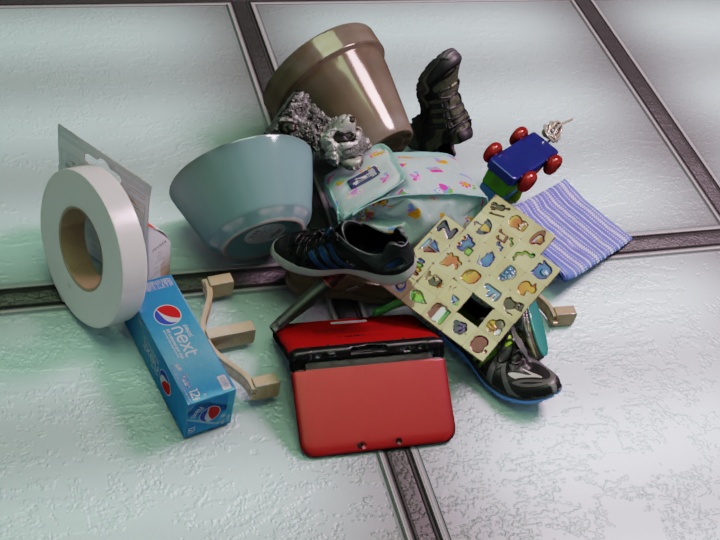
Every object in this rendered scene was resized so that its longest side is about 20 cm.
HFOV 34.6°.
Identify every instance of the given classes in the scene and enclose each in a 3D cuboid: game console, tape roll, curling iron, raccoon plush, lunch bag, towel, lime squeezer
[{"bbox_3d":[0.001,0.139,1.463,0.200,0.119,0.172,-3,16,-17],"label":"game console"},{"bbox_3d":[-0.329,-0.029,1.419,0.037,0.203,0.203,-17,52,-39],"label":"tape roll"},{"bbox_3d":[-0.034,0.019,1.491,0.200,0.026,0.050,-32,52,-18],"label":"curling iron"},{"bbox_3d":[-0.073,-0.171,1.653,0.134,0.200,0.097,34,60,-13],"label":"raccoon plush"},{"bbox_3d":[0.055,-0.096,1.609,0.200,0.122,0.170,3,25,-14],"label":"lunch bag"},{"bbox_3d":[0.299,-0.063,1.697,0.145,0.024,0.200,43,42,19],"label":"towel"},{"bbox_3d":[0.116,0.024,1.564,0.200,0.071,0.038,-15,50,-26],"label":"lime squeezer"}]

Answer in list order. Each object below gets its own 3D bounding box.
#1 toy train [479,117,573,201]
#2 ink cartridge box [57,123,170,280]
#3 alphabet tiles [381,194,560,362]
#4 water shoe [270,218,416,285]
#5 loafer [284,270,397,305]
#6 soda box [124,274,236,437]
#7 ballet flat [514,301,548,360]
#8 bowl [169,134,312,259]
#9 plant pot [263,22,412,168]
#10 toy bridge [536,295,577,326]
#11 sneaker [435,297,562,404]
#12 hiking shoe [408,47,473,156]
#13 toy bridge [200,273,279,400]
[{"bbox_3d":[0.248,-0.152,1.744,0.085,0.116,0.200,43,46,16],"label":"toy train"},{"bbox_3d":[-0.314,-0.084,1.477,0.162,0.200,0.050,33,48,18],"label":"ink cartridge box"},{"bbox_3d":[0.154,-0.003,1.502,0.167,0.008,0.200,37,72,18],"label":"alphabet tiles"},{"bbox_3d":[-0.024,-0.037,1.470,0.200,0.079,0.072,7,46,20],"label":"water shoe"},{"bbox_3d":[0.000,0.000,1.563,0.200,0.067,0.076,-3,47,-15],"label":"loafer"},{"bbox_3d":[-0.223,0.101,1.412,0.064,0.068,0.200,-15,51,-26],"label":"soda box"},{"bbox_3d":[0.210,0.034,1.579,0.072,0.072,0.201,1,65,-12],"label":"ballet flat"},{"bbox_3d":[-0.146,-0.085,1.547,0.201,0.201,0.105,-11,70,-23],"label":"bowl"},{"bbox_3d":[-0.017,-0.238,1.727,0.200,0.200,0.174,-26,74,-33],"label":"plant pot"},{"bbox_3d":[0.244,0.002,1.647,0.067,0.027,0.200,-3,47,-15],"label":"toy bridge"},{"bbox_3d":[0.176,0.098,1.498,0.071,0.083,0.200,-30,59,-34],"label":"sneaker"},{"bbox_3d":[0.136,-0.242,1.737,0.101,0.200,0.076,37,55,20],"label":"hiking shoe"},{"bbox_3d":[-0.167,0.082,1.461,0.067,0.027,0.200,-11,49,-23],"label":"toy bridge"}]
